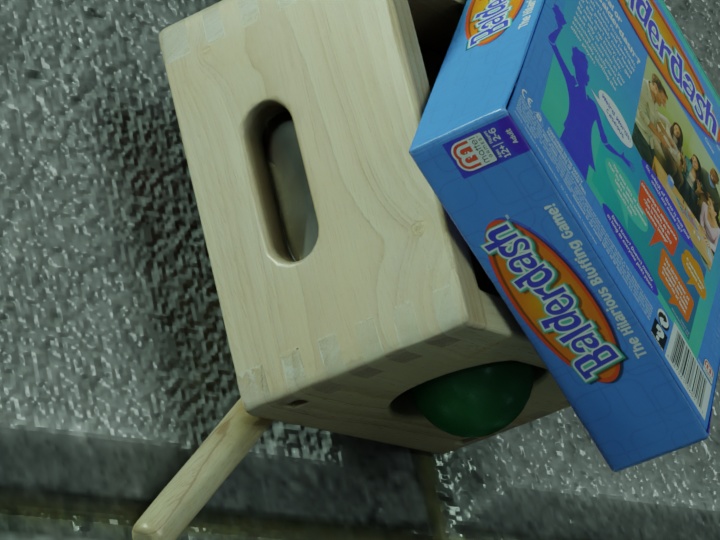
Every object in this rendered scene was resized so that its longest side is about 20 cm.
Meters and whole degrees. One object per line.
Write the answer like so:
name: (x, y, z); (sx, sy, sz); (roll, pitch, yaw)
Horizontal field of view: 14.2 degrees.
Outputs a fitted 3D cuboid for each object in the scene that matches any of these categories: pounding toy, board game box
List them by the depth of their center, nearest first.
board game box: (0.091, -0.043, 1.104); (0.152, 0.045, 0.200); (57, 28, -21)
pounding toy: (0.000, 0.000, 1.110); (0.184, 0.142, 0.201); (17, 56, -58)
